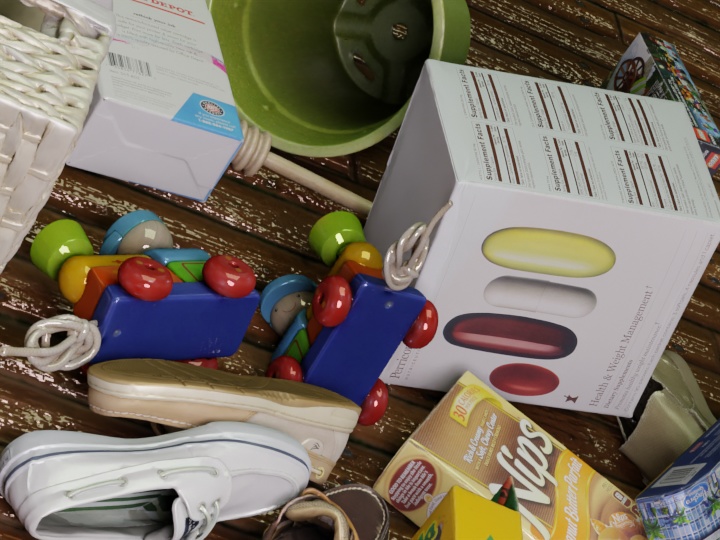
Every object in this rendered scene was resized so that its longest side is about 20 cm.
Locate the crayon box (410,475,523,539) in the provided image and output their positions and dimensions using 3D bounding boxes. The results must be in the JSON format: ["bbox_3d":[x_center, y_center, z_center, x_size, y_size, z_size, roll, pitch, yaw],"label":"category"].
[{"bbox_3d":[0.046,0.218,1.374,0.051,0.127,0.200,24,31,-16],"label":"crayon box"}]

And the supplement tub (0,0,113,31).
[{"bbox_3d":[-0.272,-0.228,1.623,0.200,0.145,0.145,0,39,-9],"label":"supplement tub"}]

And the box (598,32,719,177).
[{"bbox_3d":[0.197,-0.067,1.840,0.038,0.200,0.137,17,35,-29],"label":"box"}]

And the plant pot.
[{"bbox_3d":[0.004,-0.192,1.862,0.200,0.200,0.190,43,18,14],"label":"plant pot"}]

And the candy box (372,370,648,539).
[{"bbox_3d":[0.118,0.167,1.581,0.200,0.055,0.115,39,31,5],"label":"candy box"}]

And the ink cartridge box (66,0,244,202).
[{"bbox_3d":[-0.165,-0.150,1.737,0.115,0.068,0.200,16,36,-27],"label":"ink cartridge box"}]

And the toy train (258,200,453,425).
[{"bbox_3d":[0.000,0.000,1.564,0.085,0.200,0.116,15,31,-30],"label":"toy train"}]

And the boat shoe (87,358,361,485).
[{"bbox_3d":[-0.086,0.100,1.463,0.200,0.069,0.074,12,6,-38],"label":"boat shoe"}]

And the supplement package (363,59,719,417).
[{"bbox_3d":[0.122,-0.021,1.680,0.200,0.191,0.147,8,38,-15],"label":"supplement package"}]

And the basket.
[{"bbox_3d":[-0.252,-0.081,1.441,0.135,0.200,0.123,23,39,-18],"label":"basket"}]

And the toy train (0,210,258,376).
[{"bbox_3d":[-0.172,0.010,1.491,0.200,0.085,0.116,-2,35,-45],"label":"toy train"}]

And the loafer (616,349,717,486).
[{"bbox_3d":[0.230,0.131,1.728,0.067,0.076,0.200,12,29,-29],"label":"loafer"}]

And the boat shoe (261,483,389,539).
[{"bbox_3d":[-0.027,0.171,1.420,0.072,0.072,0.200,41,31,11],"label":"boat shoe"}]

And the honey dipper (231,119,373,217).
[{"bbox_3d":[-0.029,-0.066,1.784,0.200,0.038,0.038,25,32,-19],"label":"honey dipper"}]

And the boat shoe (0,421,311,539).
[{"bbox_3d":[-0.116,0.138,1.391,0.200,0.074,0.067,-1,42,-26],"label":"boat shoe"}]

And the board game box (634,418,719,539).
[{"bbox_3d":[0.287,0.200,1.607,0.200,0.062,0.200,-34,107,-48],"label":"board game box"}]
